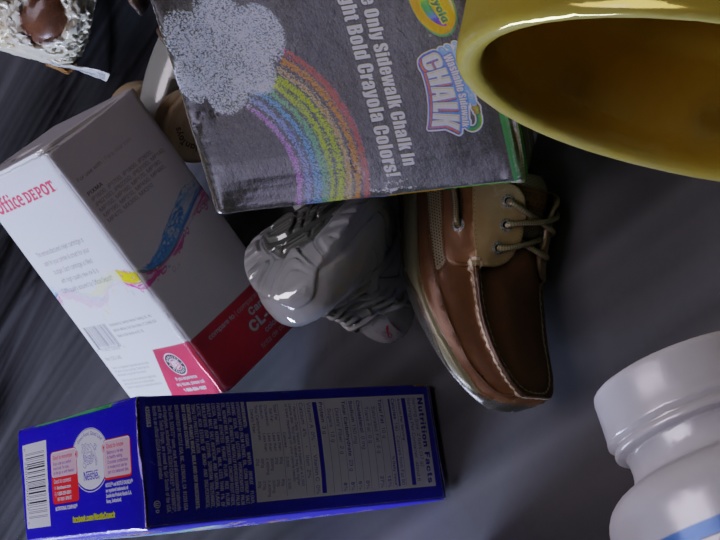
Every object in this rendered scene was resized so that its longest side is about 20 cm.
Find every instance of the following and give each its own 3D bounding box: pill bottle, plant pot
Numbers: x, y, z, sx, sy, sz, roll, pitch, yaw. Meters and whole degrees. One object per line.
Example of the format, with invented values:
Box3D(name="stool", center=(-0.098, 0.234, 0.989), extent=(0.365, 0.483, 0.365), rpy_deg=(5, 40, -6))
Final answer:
Box3D(name="pill bottle", center=(0.166, 0.130, 0.559), extent=(0.112, 0.112, 0.201), rpy_deg=(-45, 53, 46))
Box3D(name="plant pot", center=(0.151, -0.147, 0.525), extent=(0.200, 0.200, 0.190), rpy_deg=(2, 77, 55))

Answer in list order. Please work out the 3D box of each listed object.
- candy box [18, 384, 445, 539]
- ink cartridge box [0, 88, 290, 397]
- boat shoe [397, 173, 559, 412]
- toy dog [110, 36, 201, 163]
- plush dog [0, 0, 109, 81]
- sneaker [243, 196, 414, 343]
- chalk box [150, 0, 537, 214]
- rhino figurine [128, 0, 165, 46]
Box3D(name="candy box", center=(-0.078, 0.115, 0.836), extent=(0.169, 0.199, 0.077), rpy_deg=(-18, 74, 53))
Box3D(name="ink cartridge box", center=(-0.157, -0.011, 0.968), extent=(0.147, 0.086, 0.200), rpy_deg=(-10, 117, 55))
Box3D(name="boat shoe", center=(0.065, -0.027, 0.740), extent=(0.074, 0.075, 0.201), rpy_deg=(-30, 66, 36))
Box3D(name="toy dog", center=(-0.094, -0.157, 0.979), extent=(0.200, 0.096, 0.132), rpy_deg=(-56, 42, 19))
Box3D(name="plush dog", center=(-0.270, -0.269, 1.200), extent=(0.199, 0.160, 0.173), rpy_deg=(16, 90, 26))
Box3D(name="sneaker", center=(0.000, 0.000, 0.774), extent=(0.078, 0.200, 0.100), rpy_deg=(-23, 101, 19))
Box3D(name="chalk box", center=(0.023, -0.117, 0.663), extent=(0.199, 0.124, 0.125), rpy_deg=(-5, 121, 17))
Box3D(name="rhino figurine", center=(-0.099, -0.181, 0.867), extent=(0.087, 0.060, 0.200), rpy_deg=(-37, 48, 5))
